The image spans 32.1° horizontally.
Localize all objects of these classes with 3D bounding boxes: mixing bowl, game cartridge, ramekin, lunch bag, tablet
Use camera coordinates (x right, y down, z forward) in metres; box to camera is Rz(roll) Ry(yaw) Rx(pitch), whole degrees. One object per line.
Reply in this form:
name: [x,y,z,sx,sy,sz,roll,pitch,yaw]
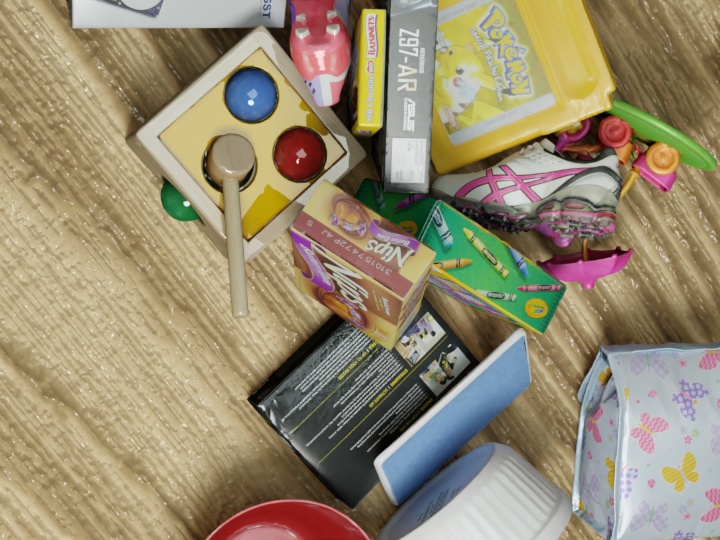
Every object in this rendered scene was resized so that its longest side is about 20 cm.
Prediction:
mixing bowl: [-0.085,0.309,1.213,0.199,0.108,0.201,-1,92,-17]
game cartridge: [0.134,-0.210,1.238,0.199,0.032,0.177,-20,100,23]
ramekin: [0.103,0.254,1.228,0.202,0.202,0.094,-39,91,-11]
lunch bag: [0.322,0.173,1.324,0.169,0.127,0.201,-2,103,-15]
tablet: [0.097,0.149,1.265,0.200,0.130,0.014,-40,61,-12]

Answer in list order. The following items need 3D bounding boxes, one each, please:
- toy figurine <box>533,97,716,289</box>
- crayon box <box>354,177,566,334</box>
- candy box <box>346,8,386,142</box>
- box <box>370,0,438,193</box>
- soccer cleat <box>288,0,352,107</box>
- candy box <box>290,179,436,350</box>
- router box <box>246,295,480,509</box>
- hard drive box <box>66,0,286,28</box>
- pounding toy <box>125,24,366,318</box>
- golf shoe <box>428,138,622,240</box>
toy figurine: [0.233,-0.079,1.294,0.199,0.150,0.185,31,93,6]
crayon box: [0.092,-0.013,1.214,0.200,0.119,0.058,31,84,-38]
candy box: [0.004,-0.177,1.170,0.026,0.200,0.103,4,92,-4]
box: [0.039,-0.188,1.170,0.043,0.160,0.201,1,107,-4]
soccer cleat: [-0.035,-0.231,1.182,0.066,0.200,0.077,-3,126,2]
candy box: [0.000,0.000,1.132,0.116,0.200,0.057,33,77,7]
router box: [0.008,0.116,1.261,0.200,0.051,0.149,-43,105,-11]
hard drive box: [-0.167,-0.307,1.142,0.199,0.077,0.156,-4,125,-17]
pounding toy: [-0.111,-0.091,1.168,0.200,0.142,0.184,-43,103,-11]
golf shoe: [0.165,-0.084,1.252,0.073,0.199,0.093,32,67,-60]
